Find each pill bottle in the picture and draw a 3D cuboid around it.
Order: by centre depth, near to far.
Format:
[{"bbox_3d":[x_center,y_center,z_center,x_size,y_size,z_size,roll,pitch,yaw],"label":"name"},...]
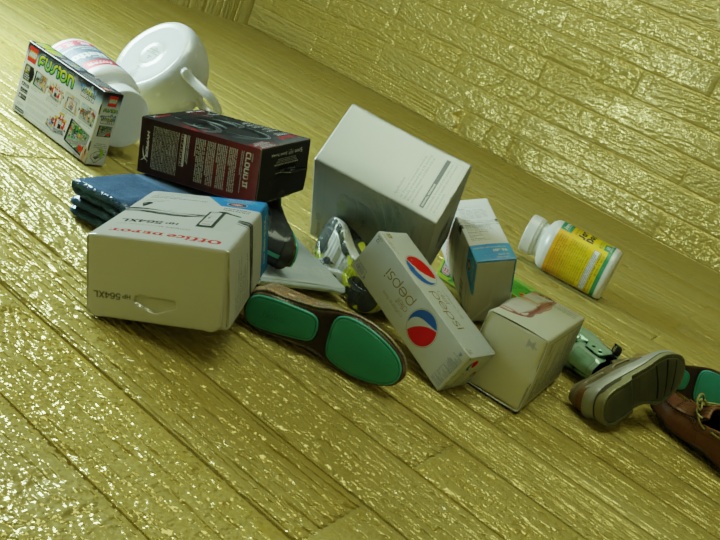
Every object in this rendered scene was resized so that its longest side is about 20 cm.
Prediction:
[{"bbox_3d":[-0.417,-0.277,1.315,0.118,0.121,0.199,4,26,-47],"label":"pill bottle"},{"bbox_3d":[0.439,-0.036,1.758,0.198,0.114,0.112,29,18,18],"label":"pill bottle"}]

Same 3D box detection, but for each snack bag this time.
[{"bbox_3d":[-0.131,-0.021,1.123,0.186,0.022,0.200,8,23,-39],"label":"snack bag"}]

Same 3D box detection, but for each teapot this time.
[{"bbox_3d":[-0.361,-0.362,1.596,0.147,0.194,0.203,58,21,-48],"label":"teapot"}]

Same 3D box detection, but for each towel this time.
[{"bbox_3d":[-0.259,-0.085,1.052,0.110,0.049,0.199,25,20,27],"label":"towel"}]

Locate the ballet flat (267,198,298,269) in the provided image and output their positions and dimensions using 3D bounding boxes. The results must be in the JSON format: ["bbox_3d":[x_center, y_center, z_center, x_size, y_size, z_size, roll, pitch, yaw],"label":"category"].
[{"bbox_3d":[-0.132,-0.067,1.109,0.072,0.074,0.201,16,22,-23],"label":"ballet flat"}]

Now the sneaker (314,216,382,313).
[{"bbox_3d":[0.000,0.000,1.173,0.084,0.075,0.201,18,26,-38],"label":"sneaker"}]

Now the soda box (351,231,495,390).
[{"bbox_3d":[0.075,0.046,1.029,0.068,0.064,0.201,0,49,-53],"label":"soda box"}]

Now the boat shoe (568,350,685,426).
[{"bbox_3d":[0.368,0.149,1.142,0.197,0.076,0.068,-13,20,-35],"label":"boat shoe"}]

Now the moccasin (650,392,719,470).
[{"bbox_3d":[0.481,0.214,1.150,0.072,0.079,0.202,11,20,-27],"label":"moccasin"}]

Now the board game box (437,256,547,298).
[{"bbox_3d":[0.234,0.036,1.393,0.199,0.048,0.101,35,21,32],"label":"board game box"}]

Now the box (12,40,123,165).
[{"bbox_3d":[-0.435,-0.248,1.229,0.199,0.112,0.034,34,20,28],"label":"box"}]

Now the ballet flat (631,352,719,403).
[{"bbox_3d":[0.528,0.177,1.349,0.197,0.070,0.063,24,3,-6],"label":"ballet flat"}]

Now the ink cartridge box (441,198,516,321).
[{"bbox_3d":[0.179,-0.032,1.307,0.066,0.118,0.202,-5,39,-8],"label":"ink cartridge box"}]

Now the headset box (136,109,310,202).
[{"bbox_3d":[-0.168,-0.150,1.097,0.196,0.079,0.149,16,19,18],"label":"headset box"}]

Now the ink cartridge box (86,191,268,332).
[{"bbox_3d":[-0.184,-0.017,0.881,0.143,0.086,0.200,7,17,2],"label":"ink cartridge box"}]

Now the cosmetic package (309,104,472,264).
[{"bbox_3d":[0.036,-0.103,1.238,0.198,0.200,0.124,29,62,11],"label":"cosmetic package"}]

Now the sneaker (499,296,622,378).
[{"bbox_3d":[0.297,0.103,1.227,0.197,0.075,0.118,21,11,-20],"label":"sneaker"}]

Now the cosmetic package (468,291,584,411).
[{"bbox_3d":[0.219,0.100,1.099,0.086,0.105,0.199,28,16,22],"label":"cosmetic package"}]

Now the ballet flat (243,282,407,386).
[{"bbox_3d":[-0.034,0.063,0.933,0.197,0.069,0.067,27,15,5],"label":"ballet flat"}]
